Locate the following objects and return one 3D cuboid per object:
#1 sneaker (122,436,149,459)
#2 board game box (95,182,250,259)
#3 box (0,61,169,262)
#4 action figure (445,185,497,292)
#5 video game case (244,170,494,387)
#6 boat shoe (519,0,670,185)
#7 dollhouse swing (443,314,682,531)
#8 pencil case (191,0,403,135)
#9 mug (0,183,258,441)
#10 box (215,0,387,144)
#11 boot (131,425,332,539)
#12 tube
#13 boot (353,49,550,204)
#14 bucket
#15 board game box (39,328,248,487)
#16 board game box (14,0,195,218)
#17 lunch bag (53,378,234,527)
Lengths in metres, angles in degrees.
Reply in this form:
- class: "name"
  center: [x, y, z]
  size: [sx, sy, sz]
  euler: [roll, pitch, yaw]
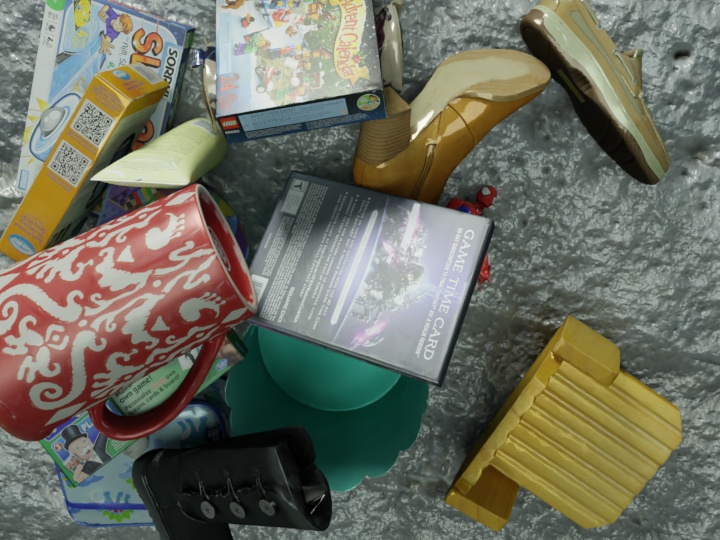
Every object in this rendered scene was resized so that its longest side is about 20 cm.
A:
- class: "sneaker"
  center: [-0.256, 0.091, 0.780]
  size: [0.081, 0.075, 0.200]
  euler: [-36, 69, -23]
- class: "board game box"
  center: [-0.183, 0.011, 0.750]
  size: [0.155, 0.039, 0.205]
  euler: [20, 83, -31]
- class: "box"
  center: [-0.249, -0.087, 0.696]
  size: [0.041, 0.119, 0.201]
  euler: [36, 105, -11]
- class: "action figure"
  center: [0.087, -0.010, 0.724]
  size: [0.065, 0.202, 0.052]
  euler: [39, 141, -12]
- class: "video game case"
  center: [0.000, 0.000, 0.666]
  size: [0.195, 0.019, 0.146]
  euler: [16, 73, 21]
- class: "boat shoe"
  center: [0.234, -0.174, 0.720]
  size: [0.076, 0.072, 0.201]
  euler: [-41, 105, -2]
- class: "dollhouse swing"
  center: [0.219, 0.186, 0.790]
  size: [0.175, 0.181, 0.202]
  euler: [37, 106, 11]
- class: "pencil case"
  center: [-0.051, -0.187, 0.716]
  size: [0.194, 0.078, 0.092]
  euler: [-10, 92, 5]
- class: "mug"
  center: [-0.184, 0.034, 0.625]
  size: [0.196, 0.178, 0.136]
  euler: [-26, 62, 2]
- class: "box"
  center: [-0.054, -0.210, 0.661]
  size: [0.133, 0.205, 0.038]
  euler: [-9, 153, 5]
- class: "boot"
  center: [-0.105, 0.229, 0.740]
  size: [0.196, 0.066, 0.167]
  euler: [-16, 115, 30]
- class: "tube"
  center: [-0.163, -0.096, 0.686]
  size: [0.058, 0.201, 0.052]
  euler: [-38, 102, 13]
- class: "boot"
  center: [0.080, -0.118, 0.736]
  size: [0.197, 0.071, 0.146]
  euler: [-20, 143, -18]
- class: "bucket"
  center: [-0.028, 0.094, 0.777]
  size: [0.201, 0.135, 0.213]
  euler: [1, 109, 2]
- class: "board game box"
  center: [-0.215, 0.078, 0.692]
  size: [0.198, 0.029, 0.136]
  euler: [-36, 96, 7]
- class: "board game box"
  center: [-0.248, -0.154, 0.756]
  size: [0.132, 0.035, 0.205]
  euler: [17, 108, -4]
- class: "lunch bag"
  center: [-0.227, 0.198, 0.849]
  size: [0.194, 0.083, 0.165]
  euler: [0, 111, 3]
